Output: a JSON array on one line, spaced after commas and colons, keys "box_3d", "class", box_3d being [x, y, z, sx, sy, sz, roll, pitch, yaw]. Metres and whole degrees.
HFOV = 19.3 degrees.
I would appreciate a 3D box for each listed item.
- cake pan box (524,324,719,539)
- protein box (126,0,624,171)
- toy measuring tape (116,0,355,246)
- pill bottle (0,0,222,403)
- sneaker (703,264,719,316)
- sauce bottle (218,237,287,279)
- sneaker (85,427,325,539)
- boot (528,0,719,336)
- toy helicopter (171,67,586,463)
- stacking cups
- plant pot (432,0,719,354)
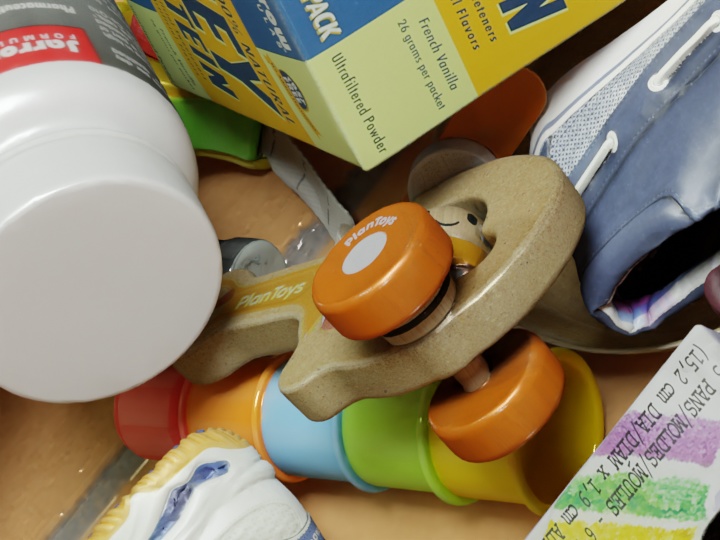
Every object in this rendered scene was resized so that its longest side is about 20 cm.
[{"box_3d": [0.111, 0.143, 0.637, 0.200, 0.052, 0.184, -52, 48, 15], "class": "cake pan box"}, {"box_3d": [0.012, -0.159, 0.776, 0.198, 0.135, 0.200, -34, 24, -13], "class": "protein box"}, {"box_3d": [-0.067, -0.059, 0.888, 0.074, 0.074, 0.200, -41, 48, 7], "class": "toy measuring tape"}, {"box_3d": [-0.127, -0.049, 0.800, 0.114, 0.114, 0.200, -41, 42, 7], "class": "pill bottle"}, {"box_3d": [0.181, -0.028, 0.595, 0.200, 0.115, 0.076, -41, 47, 31], "class": "sneaker"}, {"box_3d": [-0.119, 0.001, 0.896, 0.199, 0.065, 0.065, 7, 68, 37], "class": "sauce bottle"}, {"box_3d": [-0.093, 0.153, 0.770, 0.088, 0.075, 0.200, 44, 94, 3], "class": "sneaker"}, {"box_3d": [0.143, -0.065, 0.701, 0.200, 0.073, 0.091, -44, 40, 29], "class": "boot"}, {"box_3d": [0.000, 0.000, 0.748, 0.200, 0.079, 0.132, -14, 38, 48], "class": "toy helicopter"}, {"box_3d": [-0.006, 0.056, 0.798, 0.199, 0.060, 0.061, 0, 64, 40], "class": "stacking cups"}, {"box_3d": [0.119, -0.055, 0.791, 0.199, 0.027, 0.201, -18, 55, 26], "class": "plant pot"}]
